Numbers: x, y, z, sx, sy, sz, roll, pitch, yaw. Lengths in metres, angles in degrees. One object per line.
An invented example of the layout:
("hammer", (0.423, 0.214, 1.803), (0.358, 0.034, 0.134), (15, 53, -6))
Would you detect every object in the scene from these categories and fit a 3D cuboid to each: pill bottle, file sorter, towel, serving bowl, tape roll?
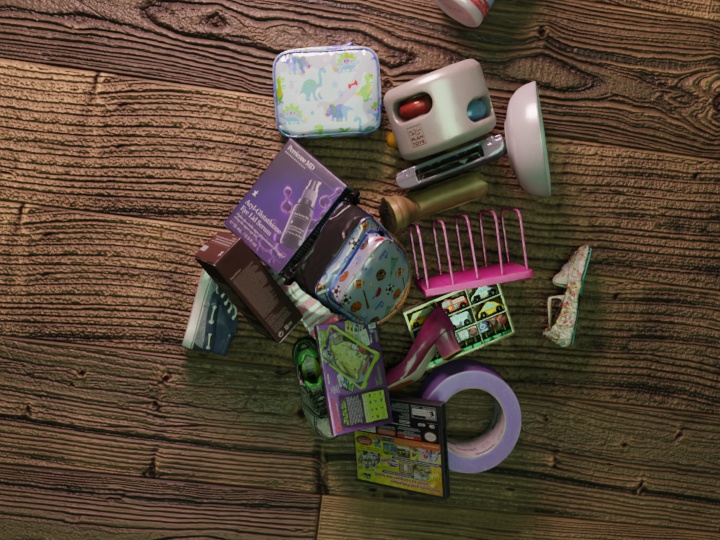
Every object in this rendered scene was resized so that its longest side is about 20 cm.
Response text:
("pill bottle", (0.219, -0.547, 1.250), (0.108, 0.109, 0.202), (32, 95, -7))
("file sorter", (0.196, -0.040, 1.305), (0.196, 0.139, 0.128), (-10, 97, -2))
("towel", (-0.089, 0.013, 1.332), (0.146, 0.030, 0.201), (-38, 94, 5))
("serving bowl", (0.297, -0.231, 1.266), (0.065, 0.200, 0.204), (-7, 99, 18))
("tape roll", (0.208, 0.283, 1.379), (0.196, 0.085, 0.204), (-1, 99, -4))

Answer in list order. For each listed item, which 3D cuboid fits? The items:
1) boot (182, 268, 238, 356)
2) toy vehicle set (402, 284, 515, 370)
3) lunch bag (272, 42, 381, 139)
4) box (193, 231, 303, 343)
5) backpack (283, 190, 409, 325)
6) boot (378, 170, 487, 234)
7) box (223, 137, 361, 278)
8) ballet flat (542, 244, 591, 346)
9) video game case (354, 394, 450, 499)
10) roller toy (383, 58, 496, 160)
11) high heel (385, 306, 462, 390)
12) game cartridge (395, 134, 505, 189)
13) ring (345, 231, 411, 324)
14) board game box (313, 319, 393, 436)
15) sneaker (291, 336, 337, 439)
("boot", (-0.267, 0.059, 1.330), (0.089, 0.073, 0.203), (15, 104, -14))
("toy vehicle set", (0.192, 0.100, 1.380), (0.197, 0.027, 0.126), (-22, 99, 0))
("lunch bag", (-0.059, -0.322, 1.276), (0.196, 0.082, 0.164), (-5, 99, -3))
("box", (-0.200, 0.030, 1.271), (0.075, 0.100, 0.201), (-47, 122, -17))
("backpack", (0.000, 0.000, 1.228), (0.201, 0.190, 0.154), (-51, 55, 1))
("boot", (0.134, -0.130, 1.265), (0.196, 0.175, 0.067), (-18, 99, -4))
("box", (-0.120, -0.106, 1.267), (0.147, 0.104, 0.201), (39, 93, 16))
("ballet flat", (0.398, 0.047, 1.367), (0.063, 0.076, 0.204), (11, 94, 11))
("video game case", (0.075, 0.330, 1.351), (0.197, 0.025, 0.185), (1, 100, 33))
("roller toy", (0.139, -0.275, 1.245), (0.197, 0.183, 0.142), (-20, 100, -1))
("high heel", (0.097, 0.156, 1.353), (0.198, 0.067, 0.097), (-31, 68, 15))
("game cartridge", (0.168, -0.192, 1.275), (0.197, 0.133, 0.042), (-19, 87, 16))
("ring", (0.002, 0.012, 1.360), (0.196, 0.019, 0.205), (0, 97, -4))
("board game box", (-0.013, 0.193, 1.313), (0.118, 0.032, 0.204), (-8, 87, -19))
("sneaker", (-0.087, 0.234, 1.352), (0.077, 0.085, 0.203), (-19, 99, 0))
